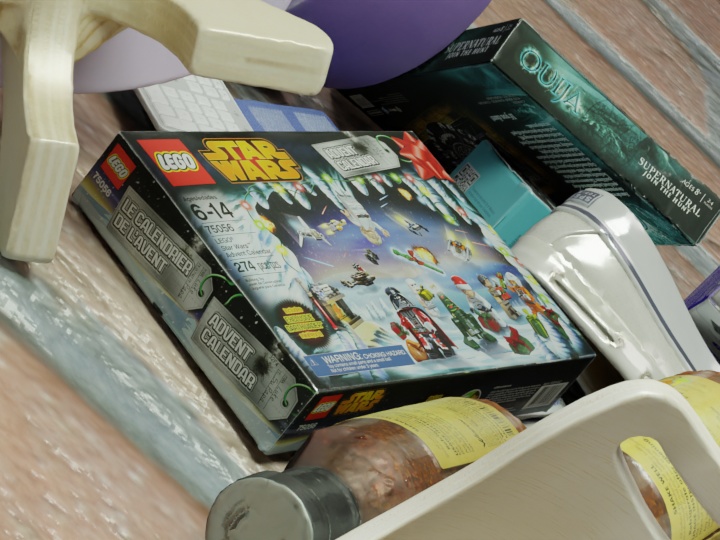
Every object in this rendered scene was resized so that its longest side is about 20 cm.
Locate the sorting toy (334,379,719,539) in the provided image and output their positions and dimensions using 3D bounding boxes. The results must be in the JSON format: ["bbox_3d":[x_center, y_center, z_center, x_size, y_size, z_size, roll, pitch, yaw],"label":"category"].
[{"bbox_3d":[0.067,0.128,0.860,0.200,0.180,0.107,44,19,-6],"label":"sorting toy"}]

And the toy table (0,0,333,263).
[{"bbox_3d":[-0.107,-0.109,1.012,0.200,0.184,0.117,-3,28,-15],"label":"toy table"}]

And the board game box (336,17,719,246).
[{"bbox_3d":[0.078,-0.062,1.355,0.135,0.028,0.200,40,-13,-17],"label":"board game box"}]

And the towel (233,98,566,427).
[{"bbox_3d":[0.000,0.000,1.230,0.200,0.024,0.147,51,22,21],"label":"towel"}]

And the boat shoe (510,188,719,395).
[{"bbox_3d":[0.127,0.064,1.243,0.200,0.070,0.071,60,-23,-9],"label":"boat shoe"}]

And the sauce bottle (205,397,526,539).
[{"bbox_3d":[0.005,0.082,1.005,0.066,0.066,0.200,51,19,16],"label":"sauce bottle"}]

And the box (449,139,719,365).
[{"bbox_3d":[0.119,0.028,1.335,0.200,0.049,0.082,42,6,-23],"label":"box"}]

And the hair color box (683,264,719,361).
[{"bbox_3d":[0.219,0.042,1.427,0.109,0.065,0.200,46,-4,2],"label":"hair color box"}]

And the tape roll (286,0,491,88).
[{"bbox_3d":[-0.011,-0.194,1.334,0.085,0.200,0.200,27,26,-44],"label":"tape roll"}]

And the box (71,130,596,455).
[{"bbox_3d":[-0.006,0.003,1.131,0.137,0.040,0.200,51,29,22],"label":"box"}]

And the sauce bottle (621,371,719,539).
[{"bbox_3d":[0.086,0.088,1.007,0.066,0.066,0.200,50,31,13],"label":"sauce bottle"}]

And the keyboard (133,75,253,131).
[{"bbox_3d":[-0.100,-0.113,1.241,0.056,0.011,0.200,19,26,-39],"label":"keyboard"}]
